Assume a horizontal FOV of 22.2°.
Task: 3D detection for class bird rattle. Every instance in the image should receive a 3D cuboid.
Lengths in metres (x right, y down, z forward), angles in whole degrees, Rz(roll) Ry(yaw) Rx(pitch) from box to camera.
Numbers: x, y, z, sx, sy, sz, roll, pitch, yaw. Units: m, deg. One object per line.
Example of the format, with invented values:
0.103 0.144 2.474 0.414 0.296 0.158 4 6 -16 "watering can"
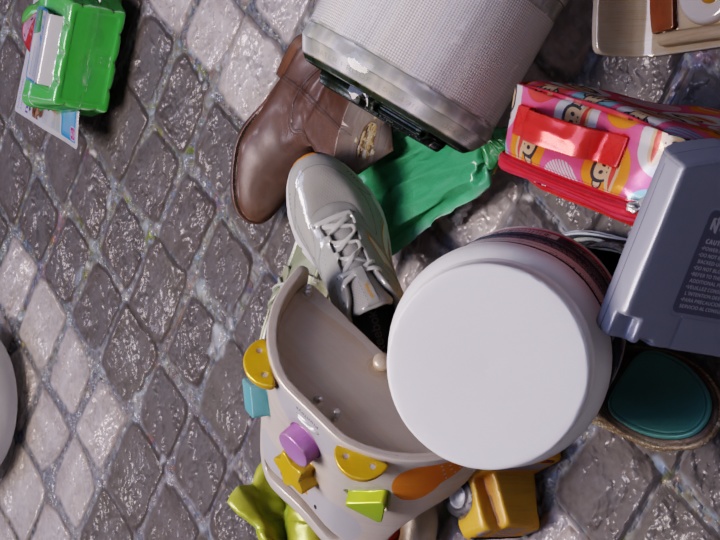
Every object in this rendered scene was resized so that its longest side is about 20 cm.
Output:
-0.009 0.222 1.485 0.163 0.112 0.200 -49 53 16 "bird rattle"

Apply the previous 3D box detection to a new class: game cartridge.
0.246 -0.010 1.113 0.041 0.199 0.134 52 126 52 "game cartridge"

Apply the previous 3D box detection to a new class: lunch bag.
0.185 -0.073 1.198 0.200 0.175 0.083 30 108 58 "lunch bag"

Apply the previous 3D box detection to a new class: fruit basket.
-0.322 -0.238 1.926 0.200 0.093 0.187 28 109 52 "fruit basket"

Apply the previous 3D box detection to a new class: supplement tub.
0.095 0.048 1.177 0.139 0.200 0.142 1 96 12 "supplement tub"

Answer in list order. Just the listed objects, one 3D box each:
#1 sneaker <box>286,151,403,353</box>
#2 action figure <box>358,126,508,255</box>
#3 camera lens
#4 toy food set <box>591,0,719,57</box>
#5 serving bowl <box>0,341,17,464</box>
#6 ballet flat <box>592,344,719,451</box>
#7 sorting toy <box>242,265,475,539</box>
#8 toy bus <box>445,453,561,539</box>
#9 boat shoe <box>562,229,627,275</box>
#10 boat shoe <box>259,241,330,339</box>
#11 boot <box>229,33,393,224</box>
0.000 0.000 1.427 0.092 0.075 0.201 158 89 -86 "sneaker"
0.060 -0.074 1.464 0.200 0.054 0.119 -24 66 52 "action figure"
0.062 -0.200 1.350 0.160 0.159 0.201 34 95 47 "camera lens"
0.239 -0.228 1.249 0.199 0.060 0.145 -1 86 52 "toy food set"
-0.436 0.150 2.054 0.199 0.065 0.202 -5 83 52 "serving bowl"
0.190 0.088 1.285 0.071 0.065 0.200 -52 37 -9 "ballet flat"
-0.024 0.135 1.391 0.200 0.107 0.181 43 145 20 "sorting toy"
0.097 0.099 1.396 0.078 0.065 0.202 -33 62 43 "toy bus"
0.165 0.003 1.313 0.199 0.071 0.073 -6 82 51 "boat shoe"
-0.047 0.031 1.582 0.072 0.062 0.202 18 100 50 "boat shoe"
-0.039 -0.097 1.548 0.200 0.064 0.188 44 119 59 "boot"
